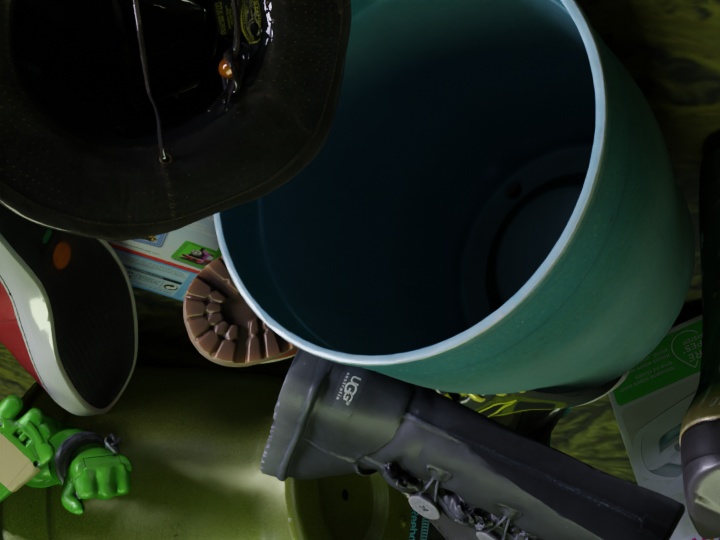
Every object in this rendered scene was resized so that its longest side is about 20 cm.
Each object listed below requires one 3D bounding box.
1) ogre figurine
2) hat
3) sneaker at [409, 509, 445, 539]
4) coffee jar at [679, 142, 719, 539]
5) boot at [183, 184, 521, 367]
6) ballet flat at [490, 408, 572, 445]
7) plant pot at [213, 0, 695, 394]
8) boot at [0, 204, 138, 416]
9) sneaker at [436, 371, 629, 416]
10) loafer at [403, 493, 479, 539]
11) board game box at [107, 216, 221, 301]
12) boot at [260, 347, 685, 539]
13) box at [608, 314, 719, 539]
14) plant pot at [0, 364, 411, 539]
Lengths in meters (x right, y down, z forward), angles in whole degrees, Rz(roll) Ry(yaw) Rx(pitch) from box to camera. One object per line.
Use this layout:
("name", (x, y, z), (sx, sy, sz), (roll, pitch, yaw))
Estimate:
("ogre figurine", (-0.227, 0.107, 1.443), (0.199, 0.099, 0.120), (-22, -177, -1))
("hat", (-0.107, -0.109, 1.171), (0.200, 0.202, 0.081), (22, 176, -21))
("sneaker", (0.050, 0.198, 1.733), (0.073, 0.082, 0.200), (-3, 150, 17))
("coffee jar", (0.210, 0.035, 1.273), (0.104, 0.201, 0.085), (0, 150, 17))
("boot", (0.000, 0.000, 1.384), (0.199, 0.075, 0.107), (-17, 173, -8))
("ballet flat", (0.088, 0.075, 1.467), (0.068, 0.068, 0.201), (19, 123, -5))
("plant pot", (0.064, -0.028, 1.232), (0.199, 0.201, 0.188), (-8, 159, 29))
("boot", (-0.210, -0.005, 1.408), (0.144, 0.073, 0.200), (9, 142, 32))
("sneaker", (0.055, 0.056, 1.380), (0.199, 0.085, 0.075), (-9, 111, 46))
("loafer", (0.091, 0.160, 1.426), (0.200, 0.072, 0.073), (36, 146, -4))
("board game box", (-0.103, -0.049, 1.389), (0.150, 0.037, 0.200), (18, 151, -14))
("boot", (0.053, 0.106, 1.308), (0.199, 0.066, 0.165), (23, 169, 2))
("box", (0.228, 0.147, 1.475), (0.096, 0.177, 0.200), (-24, 143, 11))
("plant pot", (-0.080, 0.140, 1.548), (0.192, 0.201, 0.200), (-11, 145, 32))
